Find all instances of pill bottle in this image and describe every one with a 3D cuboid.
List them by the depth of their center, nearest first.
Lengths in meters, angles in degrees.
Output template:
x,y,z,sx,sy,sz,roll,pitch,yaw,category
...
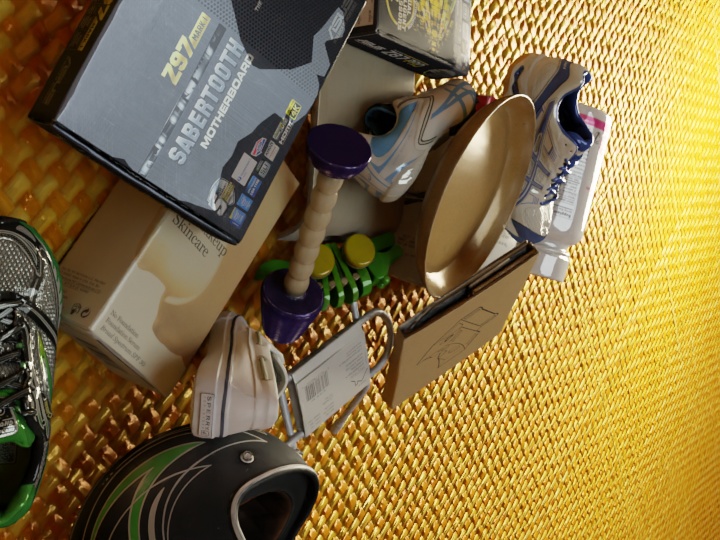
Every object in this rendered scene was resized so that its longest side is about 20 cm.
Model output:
x,y,z,sx,sy,sz,roll,pitch,yaw,category
0.223,-0.096,1.164,0.112,0.112,0.204,11,94,-54,pill bottle

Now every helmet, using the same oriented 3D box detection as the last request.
x,y,z,sx,sy,sz,roll,pitch,yaw,category
-0.122,0.214,0.734,0.199,0.197,0.194,35,39,-53,helmet

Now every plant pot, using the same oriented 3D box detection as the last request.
x,y,z,sx,sy,sz,roll,pitch,yaw,category
0.104,-0.071,0.905,0.200,0.027,0.203,-46,151,-35,plant pot

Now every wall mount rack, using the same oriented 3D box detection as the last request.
x,y,z,sx,sy,sz,roll,pitch,yaw,category
-0.047,0.118,0.912,0.199,0.073,0.177,-34,125,-43,wall mount rack

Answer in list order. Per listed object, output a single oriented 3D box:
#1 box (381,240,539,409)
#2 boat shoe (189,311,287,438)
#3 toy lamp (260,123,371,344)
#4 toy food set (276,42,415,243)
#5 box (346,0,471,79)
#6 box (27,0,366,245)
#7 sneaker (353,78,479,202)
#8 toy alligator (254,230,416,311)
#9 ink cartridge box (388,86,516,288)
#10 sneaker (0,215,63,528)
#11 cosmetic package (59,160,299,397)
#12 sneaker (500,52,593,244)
x,y,z,sx,sy,sz,roll,pitch,yaw,category
0.096,0.061,0.993,0.162,0.021,0.201,-33,160,-17,box
-0.089,0.085,0.748,0.200,0.065,0.075,-102,-161,-75,boat shoe
-0.043,-0.020,0.779,0.058,0.058,0.202,-34,152,-42,toy lamp
-0.017,-0.126,0.878,0.142,0.059,0.205,1,93,-54,toy food set
0.044,-0.288,0.866,0.160,0.048,0.205,7,84,-57,box
-0.100,-0.143,0.639,0.157,0.051,0.203,34,79,-39,box
0.048,-0.133,0.866,0.073,0.072,0.200,47,41,-5,sneaker
0.000,0.000,0.889,0.196,0.059,0.055,-14,77,-25,toy alligator
0.113,-0.076,1.044,0.143,0.082,0.205,11,93,-56,ink cartridge box
-0.221,0.065,0.614,0.076,0.085,0.205,-5,108,-23,sneaker
-0.138,-0.022,0.726,0.202,0.070,0.105,-61,142,-19,cosmetic package
0.191,-0.115,0.991,0.075,0.087,0.204,-35,130,-46,sneaker
